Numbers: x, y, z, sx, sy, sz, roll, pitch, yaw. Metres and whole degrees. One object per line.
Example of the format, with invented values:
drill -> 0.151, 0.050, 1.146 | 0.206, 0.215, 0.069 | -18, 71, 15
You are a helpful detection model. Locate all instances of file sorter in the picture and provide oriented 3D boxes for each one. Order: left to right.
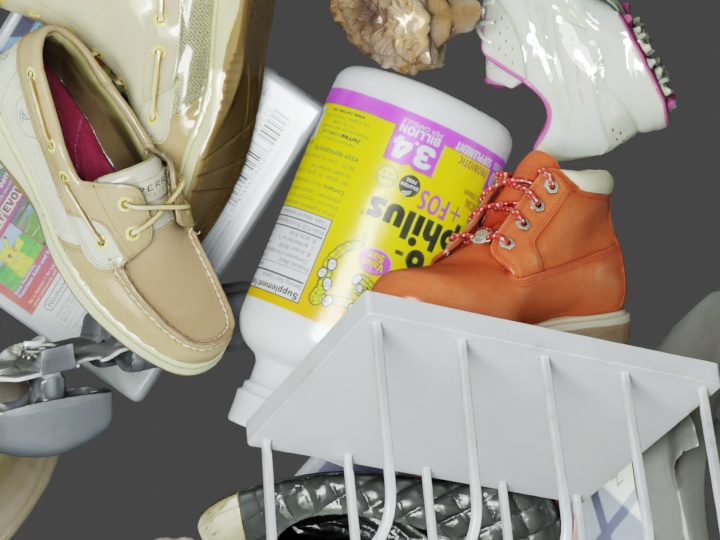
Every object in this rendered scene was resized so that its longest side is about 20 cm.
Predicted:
file sorter -> 0.064, 0.112, 1.270 | 0.199, 0.139, 0.125 | 12, 54, -24

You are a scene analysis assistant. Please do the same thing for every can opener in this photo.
can opener -> -0.123, 0.053, 1.394 | 0.053, 0.199, 0.067 | 7, 103, 48

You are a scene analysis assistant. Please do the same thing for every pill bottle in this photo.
pill bottle -> 0.000, 0.000, 1.388 | 0.104, 0.104, 0.201 | 22, 87, 7

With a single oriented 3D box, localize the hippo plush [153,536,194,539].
hippo plush -> -0.055, 0.236, 1.410 | 0.160, 0.200, 0.161 | 13, 78, -10

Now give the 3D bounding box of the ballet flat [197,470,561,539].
ballet flat -> 0.010, 0.141, 1.393 | 0.198, 0.067, 0.057 | -1, 66, 7

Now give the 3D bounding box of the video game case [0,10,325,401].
video game case -> -0.145, -0.058, 1.466 | 0.182, 0.023, 0.201 | 34, 100, 5

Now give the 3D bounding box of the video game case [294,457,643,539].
video game case -> 0.059, 0.144, 1.441 | 0.182, 0.023, 0.200 | 42, 100, 4

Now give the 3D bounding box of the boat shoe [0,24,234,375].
boat shoe -> -0.128, -0.038, 1.352 | 0.200, 0.074, 0.066 | 53, 134, 1

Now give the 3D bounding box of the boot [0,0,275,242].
boot -> -0.133, -0.118, 1.411 | 0.154, 0.073, 0.201 | 17, 110, 14

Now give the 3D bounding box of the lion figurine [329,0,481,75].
lion figurine -> -0.006, -0.194, 1.379 | 0.072, 0.122, 0.201 | -31, 89, 10

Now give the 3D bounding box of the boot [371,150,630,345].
boot -> 0.069, -0.008, 1.338 | 0.075, 0.199, 0.108 | 6, 96, 37

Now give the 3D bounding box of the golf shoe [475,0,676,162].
golf shoe -> 0.090, -0.150, 1.394 | 0.091, 0.075, 0.201 | -29, 89, 14

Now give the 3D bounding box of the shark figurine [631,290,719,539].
shark figurine -> 0.180, 0.116, 1.363 | 0.127, 0.090, 0.216 | -10, 75, -11

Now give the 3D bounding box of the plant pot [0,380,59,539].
plant pot -> -0.295, 0.089, 1.431 | 0.173, 0.200, 0.200 | 43, 100, 19
